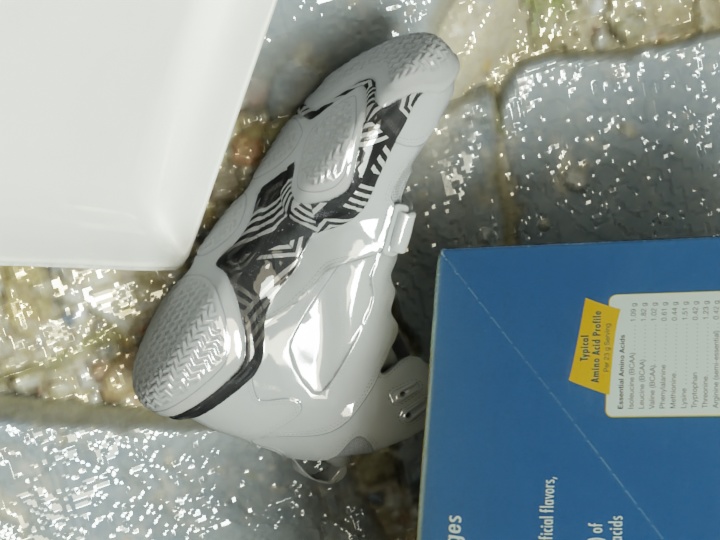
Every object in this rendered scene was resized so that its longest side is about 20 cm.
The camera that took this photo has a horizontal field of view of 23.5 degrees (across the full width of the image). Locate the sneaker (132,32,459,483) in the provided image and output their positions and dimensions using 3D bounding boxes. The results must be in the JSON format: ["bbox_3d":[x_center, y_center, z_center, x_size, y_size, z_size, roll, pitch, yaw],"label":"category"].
[{"bbox_3d":[0.000,0.000,0.749,0.115,0.075,0.200,34,98,-24],"label":"sneaker"}]

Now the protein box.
[{"bbox_3d":[0.136,0.101,0.699,0.200,0.135,0.199,-3,67,18],"label":"protein box"}]

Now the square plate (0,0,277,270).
[{"bbox_3d":[-0.115,-0.095,0.660,0.198,0.028,0.200,2,114,-48],"label":"square plate"}]
